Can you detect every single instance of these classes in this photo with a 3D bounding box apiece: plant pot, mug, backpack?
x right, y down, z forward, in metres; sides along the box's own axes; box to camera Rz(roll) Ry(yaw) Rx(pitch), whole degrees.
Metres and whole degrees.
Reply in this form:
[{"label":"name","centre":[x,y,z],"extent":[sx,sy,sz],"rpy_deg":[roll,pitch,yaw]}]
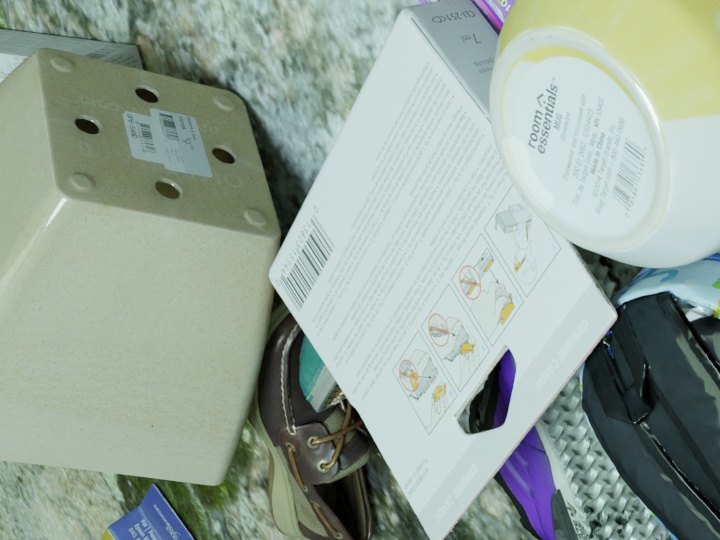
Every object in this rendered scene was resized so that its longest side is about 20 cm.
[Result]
[{"label":"plant pot","centre":[-0.153,-0.014,0.956],"extent":[0.177,0.200,0.200],"rpy_deg":[-59,33,35]},{"label":"mug","centre":[0.121,-0.092,0.586],"extent":[0.149,0.153,0.187],"rpy_deg":[-12,105,57]},{"label":"backpack","centre":[0.184,0.071,0.660],"extent":[0.200,0.154,0.163],"rpy_deg":[34,147,6]}]

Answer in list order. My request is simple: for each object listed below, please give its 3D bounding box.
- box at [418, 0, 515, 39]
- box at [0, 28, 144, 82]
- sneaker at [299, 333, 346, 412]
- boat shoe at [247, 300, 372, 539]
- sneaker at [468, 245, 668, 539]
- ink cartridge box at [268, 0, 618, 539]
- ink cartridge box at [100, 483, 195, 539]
[{"label":"box","centre":[0.035,-0.205,0.719],"extent":[0.200,0.039,0.137],"rpy_deg":[55,147,8]},{"label":"box","centre":[-0.218,-0.139,1.119],"extent":[0.200,0.041,0.039],"rpy_deg":[14,126,48]},{"label":"sneaker","centre":[0.000,0.000,0.910],"extent":[0.080,0.071,0.200],"rpy_deg":[50,140,21]},{"label":"boat shoe","centre":[-0.023,0.105,1.026],"extent":[0.072,0.072,0.200],"rpy_deg":[20,133,29]},{"label":"sneaker","centre":[0.089,0.067,0.834],"extent":[0.099,0.069,0.200],"rpy_deg":[12,124,52]},{"label":"ink cartridge box","centre":[0.042,0.005,0.752],"extent":[0.176,0.045,0.200],"rpy_deg":[57,142,23]},{"label":"ink cartridge box","centre":[-0.160,0.309,1.394],"extent":[0.198,0.047,0.200],"rpy_deg":[52,149,14]}]
